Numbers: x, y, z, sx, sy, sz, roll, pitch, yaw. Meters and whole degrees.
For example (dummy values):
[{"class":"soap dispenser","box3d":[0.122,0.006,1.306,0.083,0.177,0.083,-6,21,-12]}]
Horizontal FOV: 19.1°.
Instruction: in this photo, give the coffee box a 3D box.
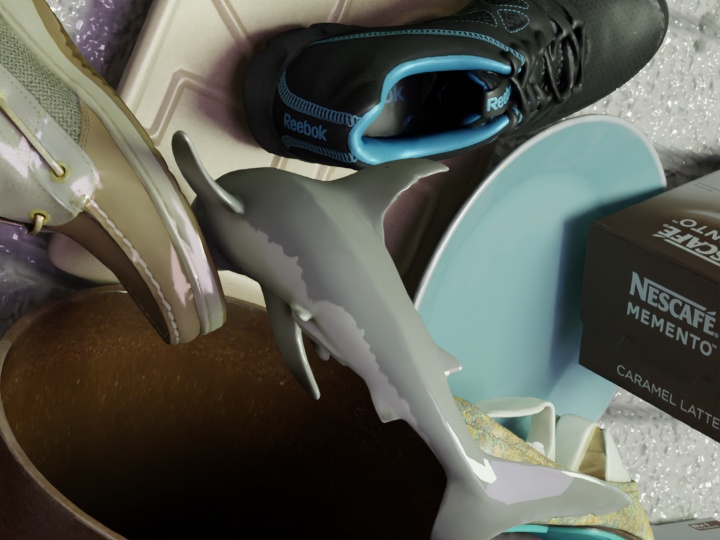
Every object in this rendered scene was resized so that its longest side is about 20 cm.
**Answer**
[{"class":"coffee box","box3d":[0.213,0.004,1.022,0.200,0.114,0.080,-22,127,-38]}]

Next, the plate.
[{"class":"plate","box3d":[0.075,0.019,0.989,0.200,0.026,0.200,-30,133,-38]}]

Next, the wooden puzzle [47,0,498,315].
[{"class":"wooden puzzle","box3d":[-0.024,-0.067,0.918,0.185,0.046,0.200,23,94,-35]}]

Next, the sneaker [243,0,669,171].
[{"class":"sneaker","box3d":[0.055,-0.077,0.885,0.200,0.082,0.073,-20,116,-25]}]

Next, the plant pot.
[{"class":"plant pot","box3d":[-0.081,0.140,0.861,0.187,0.187,0.200,0,126,-33]}]

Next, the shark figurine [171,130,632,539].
[{"class":"shark figurine","box3d":[0.009,0.003,0.781,0.089,0.214,0.128,-35,145,-15]}]

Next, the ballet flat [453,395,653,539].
[{"class":"ballet flat","box3d":[0.083,0.093,0.974,0.200,0.071,0.071,19,92,-54]}]

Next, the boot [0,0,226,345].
[{"class":"boot","box3d":[-0.159,-0.024,0.793,0.155,0.072,0.200,-38,92,-18]}]

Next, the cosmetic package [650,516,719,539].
[{"class":"cosmetic package","box3d":[0.155,0.234,1.087,0.107,0.090,0.200,-7,109,-28]}]
